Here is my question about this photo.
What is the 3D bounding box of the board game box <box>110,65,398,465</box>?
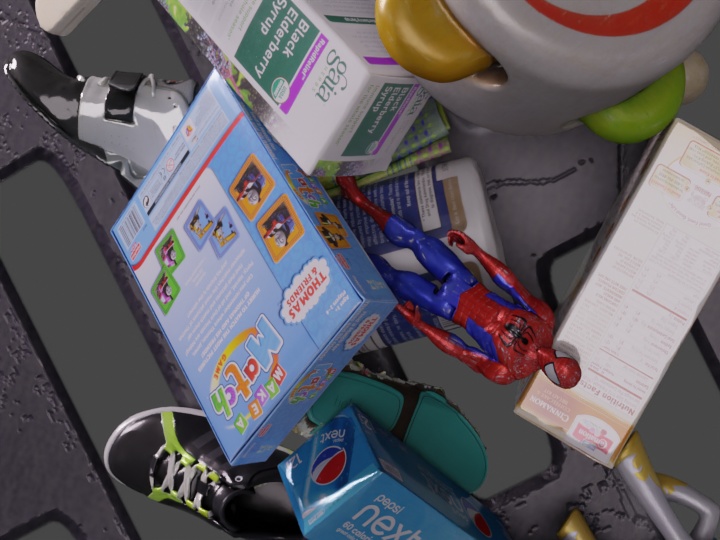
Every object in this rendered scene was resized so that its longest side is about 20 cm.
[{"bbox_3d":[-0.076,-0.004,0.732,0.152,0.036,0.201,-50,56,28],"label":"board game box"}]

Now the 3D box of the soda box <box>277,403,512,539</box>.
[{"bbox_3d":[0.035,0.174,0.777,0.068,0.064,0.200,-40,130,9],"label":"soda box"}]

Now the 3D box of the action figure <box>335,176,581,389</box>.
[{"bbox_3d":[0.050,0.011,0.699,0.199,0.052,0.066,35,78,21],"label":"action figure"}]

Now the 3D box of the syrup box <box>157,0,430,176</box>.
[{"bbox_3d":[-0.046,-0.156,0.732,0.201,0.081,0.079,50,124,24],"label":"syrup box"}]

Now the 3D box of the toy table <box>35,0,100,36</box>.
[{"bbox_3d":[-0.177,-0.262,0.784,0.200,0.183,0.118,-41,73,34],"label":"toy table"}]

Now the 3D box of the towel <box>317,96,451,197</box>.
[{"bbox_3d":[-0.028,-0.150,0.804,0.142,0.023,0.203,-19,70,7],"label":"towel"}]

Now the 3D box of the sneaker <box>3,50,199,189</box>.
[{"bbox_3d":[-0.162,-0.114,0.838,0.199,0.074,0.089,34,99,-6],"label":"sneaker"}]

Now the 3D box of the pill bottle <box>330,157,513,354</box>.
[{"bbox_3d":[0.000,0.000,0.801,0.197,0.111,0.113,-15,93,9],"label":"pill bottle"}]

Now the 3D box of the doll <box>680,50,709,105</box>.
[{"bbox_3d":[0.167,-0.195,0.792,0.136,0.048,0.200,-43,88,10],"label":"doll"}]

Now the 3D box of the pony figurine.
[{"bbox_3d":[0.216,0.241,0.780,0.199,0.167,0.194,37,85,11],"label":"pony figurine"}]

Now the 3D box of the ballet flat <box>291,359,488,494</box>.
[{"bbox_3d":[0.012,0.103,0.806,0.199,0.063,0.077,34,76,-38],"label":"ballet flat"}]

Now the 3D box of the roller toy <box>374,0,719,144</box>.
[{"bbox_3d":[0.106,-0.178,0.636,0.197,0.140,0.186,9,81,-12],"label":"roller toy"}]

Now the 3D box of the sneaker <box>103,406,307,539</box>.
[{"bbox_3d":[-0.100,0.151,0.842,0.197,0.083,0.073,12,96,7],"label":"sneaker"}]

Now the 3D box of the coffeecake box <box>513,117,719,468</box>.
[{"bbox_3d":[0.180,0.010,0.754,0.072,0.153,0.202,29,99,6],"label":"coffeecake box"}]
